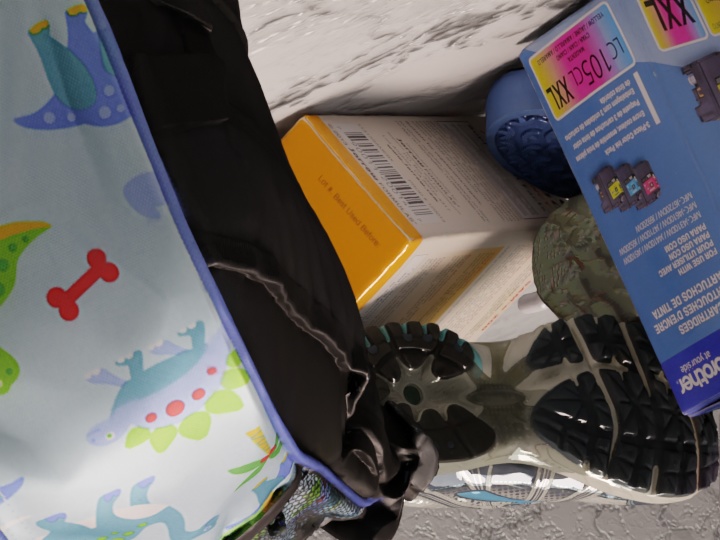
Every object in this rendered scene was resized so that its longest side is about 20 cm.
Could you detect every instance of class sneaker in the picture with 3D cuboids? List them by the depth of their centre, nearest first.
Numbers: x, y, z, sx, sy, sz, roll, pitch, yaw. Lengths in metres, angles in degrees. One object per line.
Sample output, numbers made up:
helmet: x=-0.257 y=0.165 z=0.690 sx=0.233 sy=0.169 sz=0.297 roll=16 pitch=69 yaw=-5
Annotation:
sneaker: x=0.057 y=0.064 z=1.234 sx=0.200 sy=0.078 sz=0.086 roll=9 pitch=155 yaw=-28
sneaker: x=0.130 y=-0.073 z=1.322 sx=0.200 sy=0.078 sz=0.070 roll=14 pitch=151 yaw=-41

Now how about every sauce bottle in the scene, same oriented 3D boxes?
sauce bottle: x=0.128 y=0.006 z=1.342 sx=0.065 sy=0.065 sz=0.200 roll=-24 pitch=168 yaw=13

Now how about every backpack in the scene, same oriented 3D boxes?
backpack: x=-0.084 y=-0.008 z=0.681 sx=0.147 sy=0.183 sz=0.200 roll=-24 pitch=167 yaw=1

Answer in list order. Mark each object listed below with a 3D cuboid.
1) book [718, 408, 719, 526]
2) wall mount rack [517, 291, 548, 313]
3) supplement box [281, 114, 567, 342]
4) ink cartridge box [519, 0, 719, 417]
book: x=0.212 y=0.072 z=1.210 sx=0.133 sy=0.048 sz=0.200 roll=-1 pitch=-163 yaw=6
wall mount rack: x=0.071 y=-0.014 z=1.515 sx=0.200 sy=0.075 sz=0.174 roll=-14 pitch=-173 yaw=-42
supplement box: x=0.000 y=0.000 z=1.269 sx=0.126 sy=0.074 sz=0.200 roll=-47 pitch=164 yaw=19
ink cartridge box: x=0.172 y=-0.028 z=1.213 sx=0.136 sy=0.200 sz=0.076 roll=-18 pitch=171 yaw=-34
